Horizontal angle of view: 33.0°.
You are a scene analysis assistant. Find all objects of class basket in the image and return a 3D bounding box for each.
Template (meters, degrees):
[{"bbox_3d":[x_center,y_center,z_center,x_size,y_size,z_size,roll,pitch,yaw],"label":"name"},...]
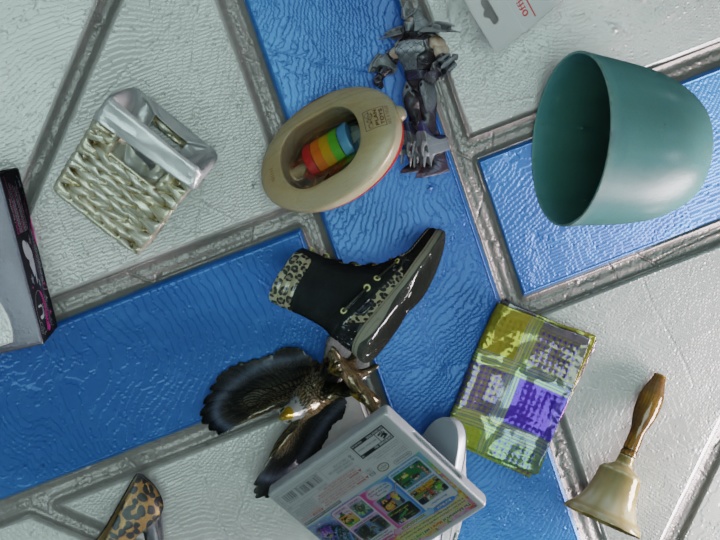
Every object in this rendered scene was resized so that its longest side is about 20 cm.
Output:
[{"bbox_3d":[-0.254,-0.115,1.380,0.135,0.200,0.124,38,97,-8],"label":"basket"}]

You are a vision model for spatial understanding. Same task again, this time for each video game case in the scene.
[{"bbox_3d":[0.019,0.270,1.460,0.199,0.024,0.182,-37,112,25],"label":"video game case"}]

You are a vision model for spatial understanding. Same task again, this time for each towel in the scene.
[{"bbox_3d":[0.201,0.148,1.540,0.142,0.023,0.202,24,94,-8],"label":"towel"}]

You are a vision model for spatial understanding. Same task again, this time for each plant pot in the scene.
[{"bbox_3d":[0.315,-0.148,1.434,0.158,0.200,0.204,3,97,-18],"label":"plant pot"}]

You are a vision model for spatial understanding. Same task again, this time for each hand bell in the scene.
[{"bbox_3d":[0.342,0.224,1.542,0.103,0.104,0.203,24,82,-8],"label":"hand bell"}]

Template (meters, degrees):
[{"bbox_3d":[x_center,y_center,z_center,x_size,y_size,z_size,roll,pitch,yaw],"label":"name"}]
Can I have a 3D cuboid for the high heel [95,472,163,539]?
[{"bbox_3d":[-0.336,0.328,1.484,0.197,0.071,0.145,-9,105,-21],"label":"high heel"}]

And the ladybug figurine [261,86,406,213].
[{"bbox_3d":[-0.025,-0.138,1.435,0.198,0.072,0.138,-23,66,25],"label":"ladybug figurine"}]

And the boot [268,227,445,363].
[{"bbox_3d":[0.000,0.000,1.470,0.152,0.074,0.204,26,59,20],"label":"boot"}]

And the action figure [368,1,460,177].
[{"bbox_3d":[0.069,-0.216,1.439,0.069,0.129,0.203,-14,104,-31],"label":"action figure"}]

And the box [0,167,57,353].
[{"bbox_3d":[-0.446,-0.005,1.416,0.130,0.115,0.203,-13,98,-4],"label":"box"}]

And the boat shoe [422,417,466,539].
[{"bbox_3d":[0.102,0.278,1.529,0.065,0.073,0.203,2,109,-42],"label":"boat shoe"}]

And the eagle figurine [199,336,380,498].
[{"bbox_3d":[-0.078,0.166,1.481,0.199,0.150,0.154,-33,55,29],"label":"eagle figurine"}]

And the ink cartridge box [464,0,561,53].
[{"bbox_3d":[0.198,-0.367,1.431,0.199,0.067,0.117,-40,129,0],"label":"ink cartridge box"}]
